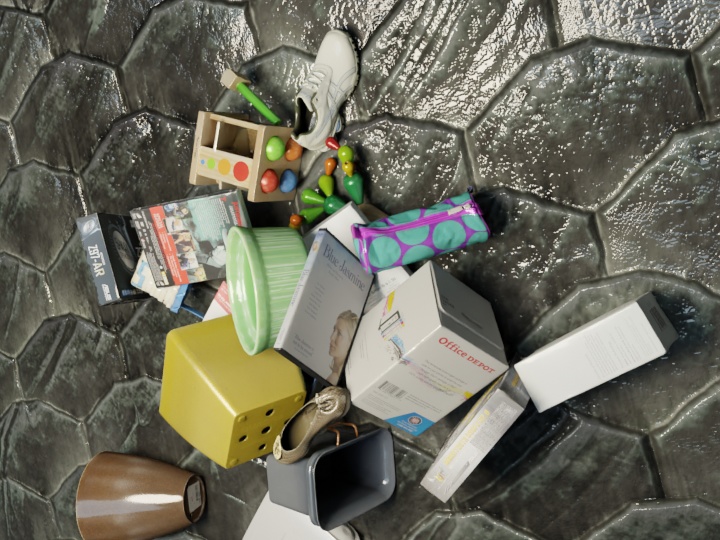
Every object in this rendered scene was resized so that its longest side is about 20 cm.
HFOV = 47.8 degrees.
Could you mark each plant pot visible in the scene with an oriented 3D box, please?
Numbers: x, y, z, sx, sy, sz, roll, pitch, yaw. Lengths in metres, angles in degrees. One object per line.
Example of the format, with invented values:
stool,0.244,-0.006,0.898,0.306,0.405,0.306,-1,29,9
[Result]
plant pot,-0.411,0.443,1.580,0.199,0.187,0.188,-6,94,15
plant pot,-0.199,0.204,1.349,0.176,0.199,0.200,48,137,35

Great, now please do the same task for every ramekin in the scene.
ramekin,-0.140,0.026,1.266,0.200,0.097,0.201,172,90,-70

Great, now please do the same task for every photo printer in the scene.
photo printer,-0.102,0.487,1.456,0.200,0.069,0.167,37,112,21

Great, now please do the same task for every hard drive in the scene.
hard drive,0.000,0.000,1.314,0.132,0.026,0.200,-33,106,28

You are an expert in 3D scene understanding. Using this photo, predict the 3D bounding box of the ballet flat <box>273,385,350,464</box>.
ballet flat,-0.086,0.234,1.231,0.200,0.046,0.068,-45,48,39

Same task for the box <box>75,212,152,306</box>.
box,-0.440,-0.021,1.508,0.043,0.200,0.161,-16,87,9

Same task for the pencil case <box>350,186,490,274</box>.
pencil case,0.088,-0.058,1.225,0.199,0.093,0.085,-16,62,-2

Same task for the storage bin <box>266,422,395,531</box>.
storage bin,-0.057,0.324,1.348,0.134,0.200,0.146,-1,96,39

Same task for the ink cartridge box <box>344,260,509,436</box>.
ink cartridge box,0.094,0.119,1.227,0.200,0.147,0.145,-41,33,27

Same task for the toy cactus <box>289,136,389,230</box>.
toy cactus,-0.026,-0.104,1.336,0.165,0.102,0.201,23,98,15

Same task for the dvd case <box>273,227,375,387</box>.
dvd case,-0.048,0.058,1.210,0.017,0.143,0.201,-1,60,39

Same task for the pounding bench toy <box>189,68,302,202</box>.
pounding bench toy,-0.178,-0.229,1.378,0.156,0.124,0.201,17,104,26

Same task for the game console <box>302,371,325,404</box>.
game console,-0.102,0.127,1.354,0.116,0.176,0.200,16,130,-3

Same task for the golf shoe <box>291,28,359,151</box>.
golf shoe,-0.062,-0.294,1.321,0.078,0.097,0.201,17,103,28

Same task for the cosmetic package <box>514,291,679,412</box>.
cosmetic package,0.330,0.114,1.144,0.200,0.113,0.081,-35,79,30

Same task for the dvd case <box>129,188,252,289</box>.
dvd case,-0.274,-0.051,1.364,0.199,0.022,0.147,-9,110,17

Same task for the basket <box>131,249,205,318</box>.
basket,-0.296,-0.005,1.476,0.199,0.139,0.177,28,109,-6

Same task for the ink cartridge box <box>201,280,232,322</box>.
ink cartridge box,-0.230,0.112,1.452,0.067,0.116,0.200,41,113,25

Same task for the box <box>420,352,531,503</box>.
box,0.180,0.231,1.212,0.048,0.158,0.200,37,114,9
